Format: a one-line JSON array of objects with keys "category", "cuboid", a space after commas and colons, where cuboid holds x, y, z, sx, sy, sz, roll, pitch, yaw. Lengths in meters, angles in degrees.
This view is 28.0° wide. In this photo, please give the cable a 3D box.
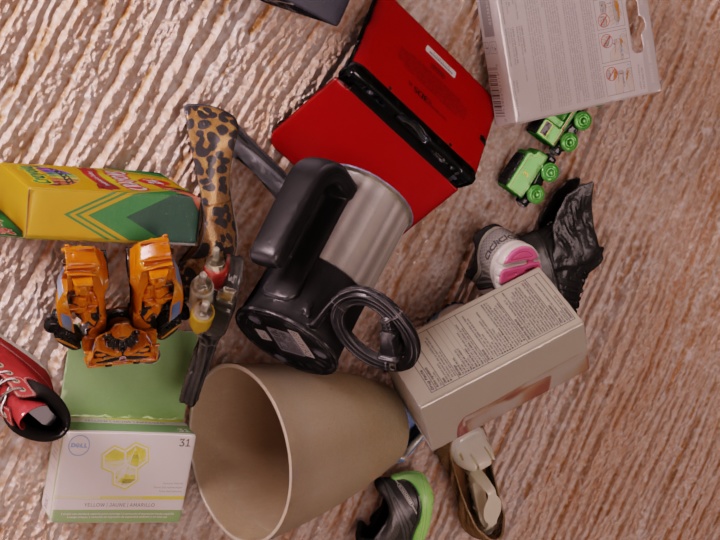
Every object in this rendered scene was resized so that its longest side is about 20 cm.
[{"category": "cable", "cuboid": [-0.159, 0.053, 1.446, 0.050, 0.098, 0.200, 18, 140, -8]}]

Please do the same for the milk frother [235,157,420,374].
[{"category": "milk frother", "cuboid": [0.000, 0.000, 1.443, 0.189, 0.199, 0.181, -62, 165, -23]}]

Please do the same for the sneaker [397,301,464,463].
[{"category": "sneaker", "cuboid": [0.079, 0.130, 1.640, 0.072, 0.072, 0.201, 31, 89, -29]}]

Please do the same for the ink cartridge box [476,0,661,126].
[{"category": "ink cartridge box", "cuboid": [0.230, -0.258, 1.601, 0.199, 0.050, 0.162, -15, 101, -25]}]

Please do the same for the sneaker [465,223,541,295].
[{"category": "sneaker", "cuboid": [0.167, 0.022, 1.654, 0.073, 0.088, 0.201, -26, 138, -11]}]

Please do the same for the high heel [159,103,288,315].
[{"category": "high heel", "cuboid": [-0.177, -0.064, 1.462, 0.142, 0.071, 0.200, 43, 86, -19]}]

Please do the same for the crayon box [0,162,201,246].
[{"category": "crayon box", "cuboid": [-0.266, -0.064, 1.373, 0.199, 0.127, 0.051, 1, 104, -28]}]

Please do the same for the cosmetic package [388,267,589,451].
[{"category": "cosmetic package", "cuboid": [0.136, 0.095, 1.559, 0.199, 0.104, 0.088, -25, 137, -8]}]

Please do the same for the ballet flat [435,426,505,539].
[{"category": "ballet flat", "cuboid": [0.134, 0.238, 1.699, 0.067, 0.072, 0.201, -22, 114, -20]}]

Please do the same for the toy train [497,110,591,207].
[{"category": "toy train", "cuboid": [0.225, -0.165, 1.645, 0.056, 0.042, 0.201, 32, 89, -20]}]

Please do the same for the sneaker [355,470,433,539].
[{"category": "sneaker", "cuboid": [0.031, 0.327, 1.684, 0.083, 0.077, 0.202, 6, 100, -10]}]

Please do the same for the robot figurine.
[{"category": "robot figurine", "cuboid": [-0.233, 0.036, 1.387, 0.144, 0.059, 0.200, -6, 151, -12]}]

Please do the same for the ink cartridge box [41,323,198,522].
[{"category": "ink cartridge box", "cuboid": [-0.244, 0.162, 1.500, 0.145, 0.048, 0.201, 5, 105, -27]}]

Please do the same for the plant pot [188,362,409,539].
[{"category": "plant pot", "cuboid": [-0.052, 0.179, 1.543, 0.199, 0.187, 0.189, -7, 109, -40]}]

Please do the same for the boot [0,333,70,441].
[{"category": "boot", "cuboid": [-0.365, 0.089, 1.360, 0.200, 0.144, 0.073, 35, 90, -29]}]

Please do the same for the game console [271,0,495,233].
[{"category": "game console", "cuboid": [0.029, -0.163, 1.557, 0.200, 0.118, 0.173, 39, 55, -31]}]

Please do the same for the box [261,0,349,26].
[{"category": "box", "cuboid": [-0.116, -0.324, 1.339, 0.199, 0.182, 0.105, 22, 95, -30]}]

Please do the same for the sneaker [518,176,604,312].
[{"category": "sneaker", "cuboid": [0.248, 0.000, 1.693, 0.104, 0.060, 0.201, -26, 112, -13]}]
